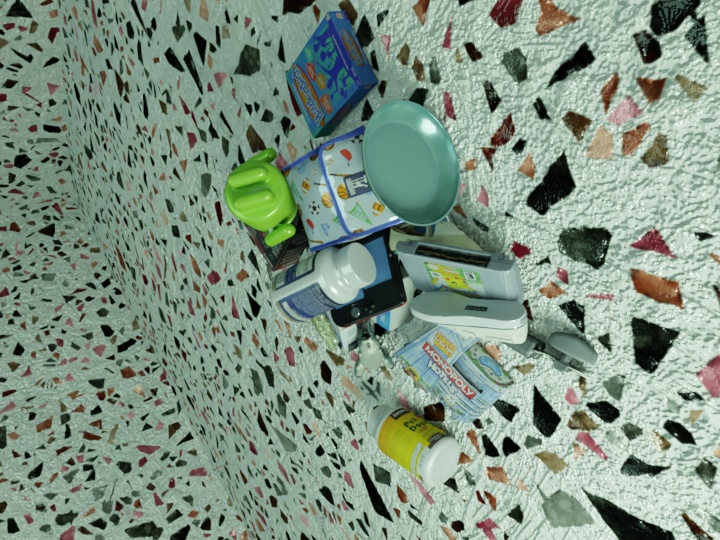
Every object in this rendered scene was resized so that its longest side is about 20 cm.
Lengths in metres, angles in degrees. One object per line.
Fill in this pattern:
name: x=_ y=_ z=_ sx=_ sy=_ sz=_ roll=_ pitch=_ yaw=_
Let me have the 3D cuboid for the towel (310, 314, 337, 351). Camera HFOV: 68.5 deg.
towel: x=-0.114 y=0.096 z=1.293 sx=0.200 sy=0.036 sz=0.148 roll=65 pitch=171 yaw=-8

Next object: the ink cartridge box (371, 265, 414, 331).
ink cartridge box: x=0.020 y=0.027 z=1.118 sx=0.200 sy=0.067 sz=0.117 roll=30 pitch=129 yaw=41

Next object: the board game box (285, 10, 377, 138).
board game box: x=-0.064 y=-0.377 z=1.039 sx=0.200 sy=0.045 sz=0.152 roll=-30 pitch=83 yaw=55

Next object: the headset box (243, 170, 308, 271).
headset box: x=-0.184 y=-0.104 z=1.192 sx=0.149 sy=0.075 sz=0.200 roll=56 pitch=143 yaw=15

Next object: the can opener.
can opener: x=0.282 y=0.108 z=0.853 sx=0.200 sy=0.053 sz=0.067 roll=31 pitch=98 yaw=40

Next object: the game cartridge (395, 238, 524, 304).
game cartridge: x=0.164 y=0.010 z=0.872 sx=0.199 sy=0.041 sz=0.133 roll=12 pitch=156 yaw=31

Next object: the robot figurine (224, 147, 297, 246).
robot figurine: x=-0.184 y=-0.136 z=0.998 sx=0.200 sy=0.115 sz=0.176 roll=51 pitch=-158 yaw=-83

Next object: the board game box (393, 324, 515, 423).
board game box: x=0.176 y=0.169 z=0.982 sx=0.200 sy=0.062 sz=0.200 roll=48 pitch=141 yaw=20

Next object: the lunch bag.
lunch bag: x=-0.022 y=-0.137 z=0.907 sx=0.200 sy=0.124 sz=0.171 roll=-14 pitch=98 yaw=42

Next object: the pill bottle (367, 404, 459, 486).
pill bottle: x=0.108 y=0.368 z=1.144 sx=0.200 sy=0.109 sz=0.110 roll=21 pitch=123 yaw=45

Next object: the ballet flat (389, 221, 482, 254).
ballet flat: x=0.126 y=-0.057 z=0.923 sx=0.200 sy=0.069 sz=0.070 roll=6 pitch=112 yaw=46

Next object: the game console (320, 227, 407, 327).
game console: x=0.000 y=0.000 z=1.047 sx=0.177 sy=0.031 sz=0.201 roll=-26 pitch=66 yaw=36

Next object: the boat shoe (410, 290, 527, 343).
boat shoe: x=0.175 y=0.083 z=0.868 sx=0.199 sy=0.071 sz=0.070 roll=4 pitch=125 yaw=32

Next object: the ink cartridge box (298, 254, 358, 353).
ink cartridge box: x=-0.068 y=0.073 z=1.198 sx=0.200 sy=0.043 sz=0.198 roll=59 pitch=171 yaw=20

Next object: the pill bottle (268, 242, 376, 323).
pill bottle: x=-0.071 y=0.022 z=1.013 sx=0.200 sy=0.111 sz=0.111 roll=-25 pitch=87 yaw=33

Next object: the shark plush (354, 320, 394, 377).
shark plush: x=0.006 y=0.160 z=1.160 sx=0.200 sy=0.091 sz=0.083 roll=63 pitch=-172 yaw=-52

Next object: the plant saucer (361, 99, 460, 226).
plant saucer: x=0.075 y=-0.166 z=0.837 sx=0.036 sy=0.200 sz=0.201 roll=-13 pitch=97 yaw=53

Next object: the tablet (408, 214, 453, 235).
tablet: x=0.156 y=-0.002 z=0.975 sx=0.130 sy=0.014 sz=0.201 roll=-28 pitch=86 yaw=54
